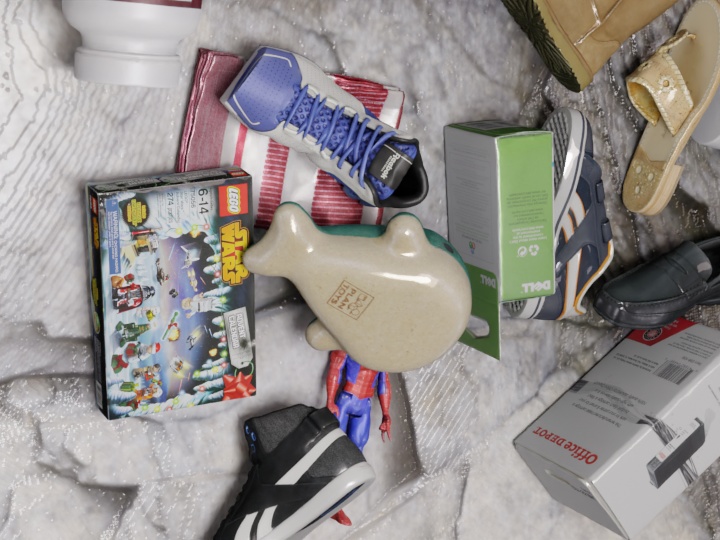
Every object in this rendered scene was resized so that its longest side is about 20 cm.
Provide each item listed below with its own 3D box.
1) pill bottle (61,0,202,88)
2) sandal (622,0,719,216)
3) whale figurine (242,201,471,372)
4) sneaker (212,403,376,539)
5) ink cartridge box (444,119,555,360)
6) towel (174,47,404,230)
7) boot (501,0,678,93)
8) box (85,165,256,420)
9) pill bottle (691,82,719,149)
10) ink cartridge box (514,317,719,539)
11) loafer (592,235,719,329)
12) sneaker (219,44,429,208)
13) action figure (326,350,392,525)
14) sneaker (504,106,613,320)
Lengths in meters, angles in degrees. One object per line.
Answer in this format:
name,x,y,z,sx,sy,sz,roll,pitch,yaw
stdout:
pill bottle,-0.179,-0.250,1.478,0.112,0.113,0.201,2,100,-25
sandal,0.275,-0.158,1.725,0.069,0.078,0.213,12,99,-32
whale figurine,0.000,0.000,1.585,0.199,0.104,0.159,26,122,-17
sneaker,-0.089,0.192,1.633,0.200,0.073,0.112,-37,72,13
ink cartridge box,0.125,-0.030,1.664,0.059,0.104,0.201,-7,102,-23
towel,-0.061,-0.105,1.610,0.199,0.023,0.145,8,97,-26
boot,0.223,-0.286,1.688,0.200,0.066,0.175,-44,126,-11
box,-0.158,0.019,1.566,0.136,0.040,0.201,-9,110,-24
pill bottle,0.414,-0.139,1.773,0.199,0.111,0.112,12,94,-26
ink cartridge box,0.264,0.142,1.737,0.200,0.144,0.084,-40,113,-13
loafer,0.301,0.004,1.756,0.200,0.068,0.071,-14,131,-35
sneaker,-0.010,-0.114,1.556,0.199,0.115,0.081,35,85,-28
action figure,-0.007,0.128,1.666,0.065,0.052,0.201,13,92,-23
sneaker,0.192,-0.051,1.707,0.079,0.078,0.201,6,109,-20
